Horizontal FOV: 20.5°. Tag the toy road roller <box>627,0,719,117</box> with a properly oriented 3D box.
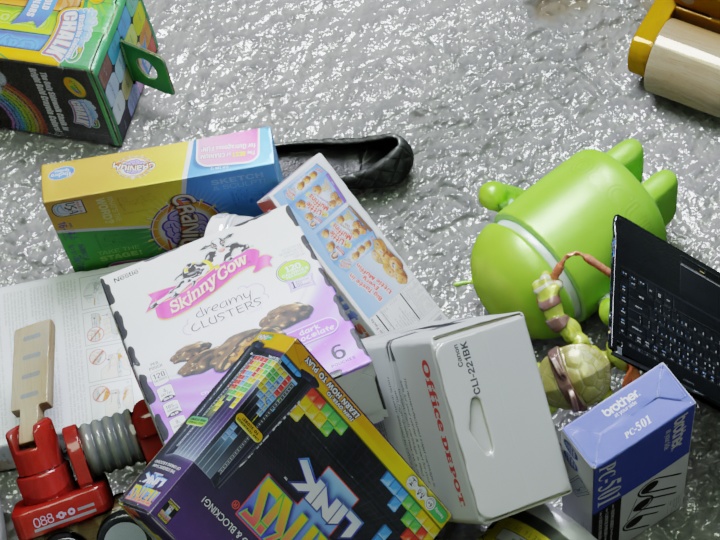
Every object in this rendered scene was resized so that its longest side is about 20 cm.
[{"bbox_3d":[0.331,-0.253,1.790,0.123,0.146,0.200,22,65,20],"label":"toy road roller"}]

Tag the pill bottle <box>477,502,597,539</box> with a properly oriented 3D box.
[{"bbox_3d":[0.100,0.279,1.523,0.112,0.113,0.200,34,69,25],"label":"pill bottle"}]

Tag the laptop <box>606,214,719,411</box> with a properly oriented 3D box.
[{"bbox_3d":[0.292,0.057,1.582,0.103,0.177,0.200,-28,45,44],"label":"laptop"}]

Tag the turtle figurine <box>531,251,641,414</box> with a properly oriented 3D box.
[{"bbox_3d":[0.168,0.097,1.622,0.161,0.200,0.064,-26,15,17],"label":"turtle figurine"}]

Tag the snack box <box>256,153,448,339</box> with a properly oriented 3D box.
[{"bbox_3d":[0.000,0.000,1.684,0.072,0.024,0.200,-41,97,-35],"label":"snack box"}]

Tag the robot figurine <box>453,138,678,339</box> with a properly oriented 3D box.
[{"bbox_3d":[0.178,-0.023,1.692,0.200,0.116,0.175,-39,67,-15],"label":"robot figurine"}]

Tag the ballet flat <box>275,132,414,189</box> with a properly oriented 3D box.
[{"bbox_3d":[-0.051,-0.099,1.804,0.200,0.057,0.067,-7,58,4],"label":"ballet flat"}]

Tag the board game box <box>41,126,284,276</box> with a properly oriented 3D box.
[{"bbox_3d":[-0.162,-0.051,1.735,0.200,0.153,0.040,-10,58,3],"label":"board game box"}]

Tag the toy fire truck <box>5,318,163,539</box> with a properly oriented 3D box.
[{"bbox_3d":[-0.209,0.134,1.620,0.176,0.129,0.200,-19,97,-3],"label":"toy fire truck"}]

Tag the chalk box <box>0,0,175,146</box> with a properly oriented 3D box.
[{"bbox_3d":[-0.268,-0.205,1.861,0.200,0.125,0.124,9,61,12],"label":"chalk box"}]

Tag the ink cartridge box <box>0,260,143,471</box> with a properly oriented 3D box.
[{"bbox_3d":[-0.260,0.082,1.732,0.200,0.050,0.162,-10,58,0],"label":"ink cartridge box"}]

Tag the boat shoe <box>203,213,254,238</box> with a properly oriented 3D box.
[{"bbox_3d":[-0.100,0.053,1.680,0.068,0.072,0.200,4,83,12],"label":"boat shoe"}]

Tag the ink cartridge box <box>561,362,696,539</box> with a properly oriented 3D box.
[{"bbox_3d":[0.203,0.152,1.533,0.094,0.200,0.044,-31,63,-11],"label":"ink cartridge box"}]

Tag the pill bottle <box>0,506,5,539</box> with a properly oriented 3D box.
[{"bbox_3d":[-0.399,0.216,1.622,0.200,0.113,0.113,-14,58,-1],"label":"pill bottle"}]

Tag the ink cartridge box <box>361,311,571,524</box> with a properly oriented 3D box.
[{"bbox_3d":[0.068,0.114,1.544,0.084,0.200,0.145,-16,92,-22],"label":"ink cartridge box"}]

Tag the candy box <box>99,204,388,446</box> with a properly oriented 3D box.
[{"bbox_3d":[-0.094,0.060,1.555,0.168,0.072,0.200,-22,45,-7],"label":"candy box"}]

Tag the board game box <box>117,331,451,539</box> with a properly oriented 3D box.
[{"bbox_3d":[-0.050,0.171,1.433,0.165,0.200,0.057,-51,28,-20],"label":"board game box"}]
